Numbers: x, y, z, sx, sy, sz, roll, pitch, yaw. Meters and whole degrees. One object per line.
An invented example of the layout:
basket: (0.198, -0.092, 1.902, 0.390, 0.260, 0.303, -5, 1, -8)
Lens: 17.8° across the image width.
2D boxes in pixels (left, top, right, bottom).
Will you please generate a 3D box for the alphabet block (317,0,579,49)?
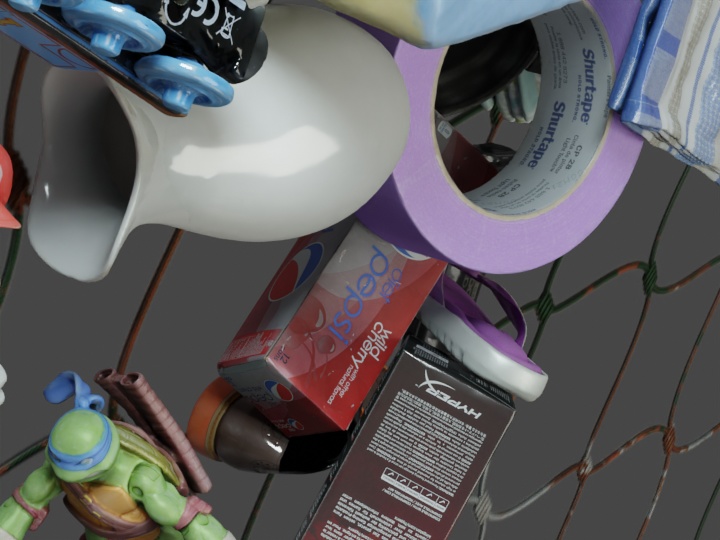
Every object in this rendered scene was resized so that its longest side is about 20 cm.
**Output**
alphabet block: (0.022, -0.241, 1.091, 0.195, 0.200, 0.197, -24, 133, -52)

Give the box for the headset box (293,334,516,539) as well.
headset box: (0.010, 0.144, 1.326, 0.200, 0.075, 0.149, -61, 179, 2)

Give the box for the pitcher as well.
pitcher: (-0.072, -0.094, 1.164, 0.200, 0.121, 0.172, -14, 111, -42)

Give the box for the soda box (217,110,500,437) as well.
soda box: (0.000, 0.000, 1.357, 0.070, 0.063, 0.200, 44, 62, -21)

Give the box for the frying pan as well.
frying pan: (0.090, -0.143, 1.393, 0.190, 0.031, 0.115, -12, 144, -21)

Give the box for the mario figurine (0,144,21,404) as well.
mario figurine: (-0.204, 0.031, 1.027, 0.123, 0.106, 0.200, -90, -154, -71)

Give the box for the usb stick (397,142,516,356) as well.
usb stick: (0.060, 0.010, 1.557, 0.055, 0.033, 0.200, -6, 118, -51)

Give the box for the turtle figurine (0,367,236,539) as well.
turtle figurine: (-0.132, 0.170, 1.246, 0.144, 0.200, 0.194, -26, 154, 3)

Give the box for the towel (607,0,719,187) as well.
towel: (0.210, -0.135, 1.363, 0.200, 0.024, 0.147, 19, 90, -61)

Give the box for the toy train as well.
toy train: (-0.124, -0.133, 0.993, 0.200, 0.114, 0.087, 32, 72, -52)

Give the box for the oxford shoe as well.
oxford shoe: (-0.025, 0.097, 1.438, 0.200, 0.072, 0.071, -13, 124, -56)

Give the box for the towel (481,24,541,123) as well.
towel: (0.123, -0.211, 1.462, 0.171, 0.048, 0.200, -53, 151, -26)

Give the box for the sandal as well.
sandal: (0.068, 0.020, 1.403, 0.082, 0.203, 0.050, 29, 100, -33)

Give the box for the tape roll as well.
tape roll: (0.073, -0.102, 1.309, 0.200, 0.066, 0.200, -10, 106, -36)
